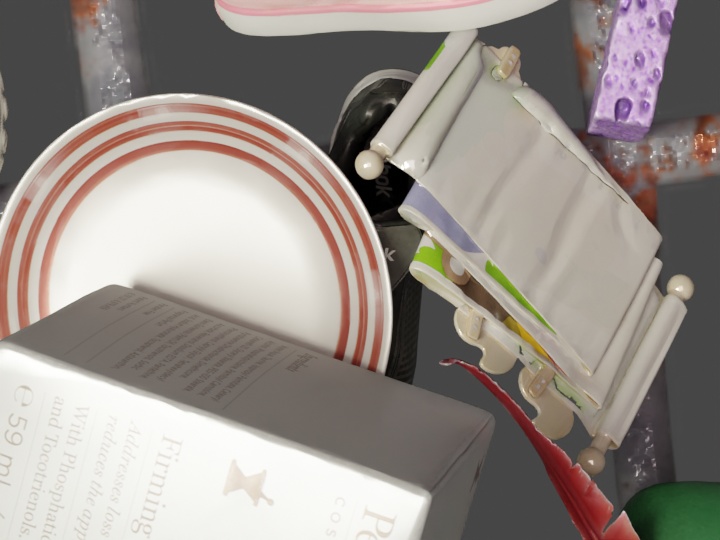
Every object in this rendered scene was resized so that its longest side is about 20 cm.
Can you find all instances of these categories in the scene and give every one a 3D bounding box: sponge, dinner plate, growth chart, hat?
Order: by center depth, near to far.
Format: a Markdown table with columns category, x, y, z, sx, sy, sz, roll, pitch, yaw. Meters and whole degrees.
| category | x | y | z | sx | sy | sz | roll | pitch | yaw |
| --- | --- | --- | --- | --- | --- | --- | --- | --- | --- |
| hat | 0.123 | 0.136 | 1.250 | 0.175 | 0.166 | 0.201 | 17 | 110 | 15 |
| dinner plate | -0.080 | 0.016 | 1.257 | 0.199 | 0.024 | 0.202 | 2 | 100 | 14 |
| growth chart | 0.080 | -0.014 | 1.257 | 0.200 | 0.018 | 0.145 | 51 | 53 | -13 |
| sponge | 0.143 | -0.163 | 1.261 | 0.030 | 0.112 | 0.202 | 12 | 90 | 4 |

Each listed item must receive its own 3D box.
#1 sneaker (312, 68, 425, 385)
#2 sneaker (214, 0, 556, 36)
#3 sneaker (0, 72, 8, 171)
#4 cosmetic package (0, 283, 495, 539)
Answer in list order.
| category | x | y | z | sx | sy | sz | roll | pitch | yaw |
| --- | --- | --- | --- | --- | --- | --- | --- | --- | --- |
| sneaker | 0.000 | 0.000 | 1.278 | 0.066 | 0.090 | 0.202 | 10 | 90 | 3 |
| sneaker | 0.016 | -0.173 | 1.255 | 0.199 | 0.076 | 0.105 | -5 | 131 | 14 |
| sneaker | -0.220 | -0.046 | 1.274 | 0.077 | 0.080 | 0.201 | 4 | 64 | 9 |
| cosmetic package | -0.066 | 0.123 | 1.173 | 0.199 | 0.166 | 0.169 | 18 | 101 | 9 |
